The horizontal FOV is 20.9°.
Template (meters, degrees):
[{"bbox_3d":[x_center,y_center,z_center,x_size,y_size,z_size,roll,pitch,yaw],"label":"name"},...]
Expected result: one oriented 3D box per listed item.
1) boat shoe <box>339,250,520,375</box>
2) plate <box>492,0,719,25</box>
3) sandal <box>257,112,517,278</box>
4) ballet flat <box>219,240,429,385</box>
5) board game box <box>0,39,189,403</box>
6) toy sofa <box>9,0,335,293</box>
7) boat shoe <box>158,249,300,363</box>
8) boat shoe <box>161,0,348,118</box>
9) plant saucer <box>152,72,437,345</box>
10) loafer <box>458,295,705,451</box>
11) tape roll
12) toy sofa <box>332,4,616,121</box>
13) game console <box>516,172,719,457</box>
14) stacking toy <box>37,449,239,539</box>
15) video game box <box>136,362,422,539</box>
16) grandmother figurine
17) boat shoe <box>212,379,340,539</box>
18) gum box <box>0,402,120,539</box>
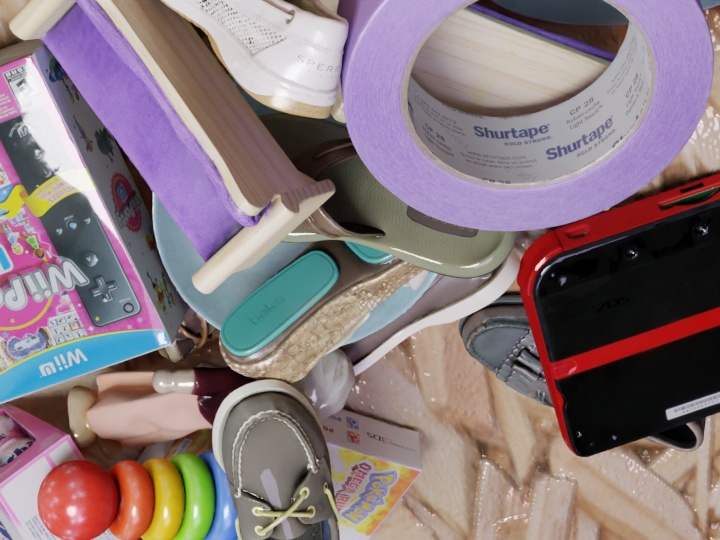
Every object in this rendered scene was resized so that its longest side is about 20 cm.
[{"bbox_3d":[0.009,0.021,1.321,0.200,0.072,0.060,-28,120,21],"label":"boat shoe"},{"bbox_3d":[0.162,-0.192,1.123,0.200,0.026,0.200,-5,163,-2],"label":"plate"},{"bbox_3d":[-0.004,-0.050,1.166,0.201,0.080,0.057,12,174,11],"label":"sandal"},{"bbox_3d":[0.000,0.000,1.225,0.200,0.071,0.065,-37,141,3],"label":"ballet flat"},{"bbox_3d":[-0.215,-0.029,1.215,0.147,0.064,0.200,-19,110,14],"label":"board game box"},{"bbox_3d":[-0.115,-0.090,1.121,0.083,0.098,0.200,-40,83,29],"label":"toy sofa"},{"bbox_3d":[-0.123,0.029,1.299,0.200,0.072,0.072,-5,157,-2],"label":"boat shoe"},{"bbox_3d":[-0.063,-0.162,1.077,0.071,0.200,0.069,2,124,-42],"label":"boat shoe"},{"bbox_3d":[-0.035,-0.048,1.245,0.201,0.039,0.201,-5,111,-12],"label":"plant saucer"},{"bbox_3d":[0.164,0.074,1.385,0.200,0.063,0.072,19,130,-21],"label":"loafer"},{"bbox_3d":[0.087,-0.117,1.063,0.200,0.066,0.200,-3,133,-3],"label":"tape roll"},{"bbox_3d":[0.082,-0.121,1.174,0.200,0.083,0.098,16,119,-20],"label":"toy sofa"},{"bbox_3d":[0.217,0.028,1.334,0.200,0.031,0.177,-18,122,1],"label":"game console"},{"bbox_3d":[-0.123,0.158,1.329,0.200,0.085,0.085,2,135,-31],"label":"stacking toy"},{"bbox_3d":[-0.079,0.172,1.468,0.182,0.047,0.200,17,129,-22],"label":"video game box"},{"bbox_3d":[-0.098,0.085,1.312,0.200,0.061,0.121,-12,166,23],"label":"grandmother figurine"},{"bbox_3d":[-0.048,0.151,1.260,0.072,0.060,0.202,-16,136,-6],"label":"boat shoe"},{"bbox_3d":[-0.212,0.191,1.388,0.066,0.113,0.200,-37,115,-21],"label":"gum box"}]
